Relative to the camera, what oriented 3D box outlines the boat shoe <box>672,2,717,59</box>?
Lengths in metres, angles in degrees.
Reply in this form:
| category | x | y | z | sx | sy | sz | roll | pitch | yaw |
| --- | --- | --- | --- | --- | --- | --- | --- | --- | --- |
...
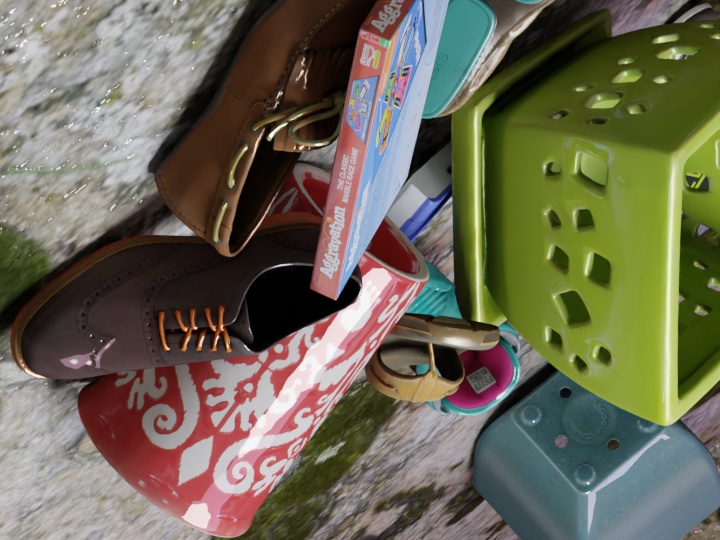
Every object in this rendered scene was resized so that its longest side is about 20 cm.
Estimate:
| category | x | y | z | sx | sy | sz | roll | pitch | yaw |
| --- | --- | --- | --- | --- | --- | --- | --- | --- | --- |
| boat shoe | 0.215 | -0.113 | 1.813 | 0.067 | 0.057 | 0.200 | -19 | 153 | -52 |

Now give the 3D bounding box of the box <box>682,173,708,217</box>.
| category | x | y | z | sx | sy | sz | roll | pitch | yaw |
| --- | --- | --- | --- | --- | --- | --- | --- | --- | --- |
| box | 0.225 | -0.049 | 1.844 | 0.194 | 0.047 | 0.200 | -55 | -178 | -6 |

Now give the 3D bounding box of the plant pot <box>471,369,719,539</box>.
| category | x | y | z | sx | sy | sz | roll | pitch | yaw |
| --- | --- | --- | --- | --- | --- | --- | --- | --- | --- |
| plant pot | 0.235 | 0.184 | 2.429 | 0.195 | 0.196 | 0.200 | -38 | 156 | -11 |

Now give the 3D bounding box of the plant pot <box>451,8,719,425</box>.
| category | x | y | z | sx | sy | sz | roll | pitch | yaw |
| --- | --- | --- | --- | --- | --- | --- | --- | --- | --- |
| plant pot | 0.168 | -0.050 | 1.548 | 0.200 | 0.181 | 0.200 | -36 | 133 | -44 |

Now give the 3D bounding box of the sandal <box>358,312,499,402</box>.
| category | x | y | z | sx | sy | sz | roll | pitch | yaw |
| --- | --- | --- | --- | --- | --- | --- | --- | --- | --- |
| sandal | 0.031 | 0.060 | 1.553 | 0.080 | 0.054 | 0.200 | 6 | 169 | -21 |

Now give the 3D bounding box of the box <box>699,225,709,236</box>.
| category | x | y | z | sx | sy | sz | roll | pitch | yaw |
| --- | --- | --- | --- | --- | --- | --- | --- | --- | --- |
| box | 0.349 | -0.119 | 2.128 | 0.199 | 0.050 | 0.199 | -36 | 163 | -18 |

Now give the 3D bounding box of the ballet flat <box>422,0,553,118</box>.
| category | x | y | z | sx | sy | sz | roll | pitch | yaw |
| --- | --- | --- | --- | --- | --- | --- | --- | --- | --- |
| ballet flat | 0.084 | -0.167 | 1.371 | 0.200 | 0.068 | 0.072 | -54 | 179 | 39 |

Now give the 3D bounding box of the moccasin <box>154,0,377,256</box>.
| category | x | y | z | sx | sy | sz | roll | pitch | yaw |
| --- | --- | --- | --- | --- | --- | --- | --- | --- | --- |
| moccasin | -0.035 | -0.087 | 1.261 | 0.202 | 0.078 | 0.073 | -50 | 162 | 29 |

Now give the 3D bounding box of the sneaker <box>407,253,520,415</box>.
| category | x | y | z | sx | sy | sz | roll | pitch | yaw |
| --- | --- | --- | --- | --- | --- | --- | --- | --- | --- |
| sneaker | 0.067 | 0.053 | 1.791 | 0.084 | 0.121 | 0.200 | -41 | 164 | 1 |

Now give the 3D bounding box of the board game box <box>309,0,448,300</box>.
| category | x | y | z | sx | sy | sz | roll | pitch | yaw |
| --- | --- | --- | --- | --- | --- | --- | --- | --- | --- |
| board game box | 0.013 | -0.084 | 1.257 | 0.201 | 0.019 | 0.103 | 103 | 13 | -50 |

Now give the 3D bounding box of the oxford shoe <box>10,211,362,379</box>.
| category | x | y | z | sx | sy | sz | roll | pitch | yaw |
| --- | --- | --- | --- | --- | --- | --- | --- | --- | --- |
| oxford shoe | -0.094 | 0.019 | 1.335 | 0.199 | 0.073 | 0.072 | -19 | 115 | -13 |

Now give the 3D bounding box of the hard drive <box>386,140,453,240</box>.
| category | x | y | z | sx | sy | sz | roll | pitch | yaw |
| --- | --- | --- | --- | --- | --- | --- | --- | --- | --- |
| hard drive | 0.000 | 0.000 | 1.616 | 0.200 | 0.025 | 0.132 | -49 | 178 | 26 |

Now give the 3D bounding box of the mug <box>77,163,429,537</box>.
| category | x | y | z | sx | sy | sz | roll | pitch | yaw |
| --- | --- | --- | --- | --- | --- | --- | --- | --- | --- |
| mug | -0.068 | 0.032 | 1.486 | 0.133 | 0.178 | 0.200 | 29 | 109 | -34 |
